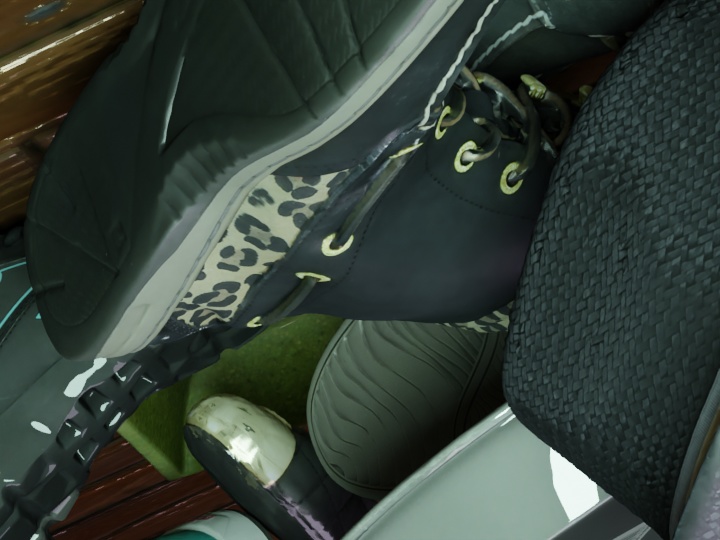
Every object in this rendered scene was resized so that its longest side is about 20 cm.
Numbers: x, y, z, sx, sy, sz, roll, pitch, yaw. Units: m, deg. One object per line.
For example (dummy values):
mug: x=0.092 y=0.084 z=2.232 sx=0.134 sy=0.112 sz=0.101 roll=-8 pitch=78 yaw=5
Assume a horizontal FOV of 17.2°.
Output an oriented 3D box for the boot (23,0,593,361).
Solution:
boot: x=0.021 y=-0.045 z=0.594 sx=0.153 sy=0.074 sz=0.204 roll=1 pitch=148 yaw=-37

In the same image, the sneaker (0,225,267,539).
sneaker: x=-0.083 y=0.008 z=0.699 sx=0.200 sy=0.079 sz=0.075 roll=-43 pitch=161 yaw=-7

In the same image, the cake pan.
cake pan: x=0.072 y=0.066 z=0.718 sx=0.199 sy=0.037 sz=0.200 roll=-30 pitch=163 yaw=-10

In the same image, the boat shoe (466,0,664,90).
boat shoe: x=0.078 y=-0.088 z=0.624 sx=0.068 sy=0.057 sz=0.200 roll=-12 pitch=161 yaw=-38

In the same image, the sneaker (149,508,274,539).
sneaker: x=-0.113 y=0.156 z=0.856 sx=0.120 sy=0.084 sz=0.200 roll=-22 pitch=169 yaw=-36

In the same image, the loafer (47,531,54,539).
loafer: x=-0.143 y=0.095 z=0.884 sx=0.072 sy=0.063 sz=0.200 roll=-43 pitch=172 yaw=-7

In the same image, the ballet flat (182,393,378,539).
ballet flat: x=0.008 y=0.088 z=0.859 sx=0.200 sy=0.066 sz=0.057 roll=37 pitch=85 yaw=-41

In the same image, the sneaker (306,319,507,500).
sneaker: x=0.082 y=0.017 z=0.769 sx=0.199 sy=0.075 sz=0.106 roll=-32 pitch=161 yaw=25

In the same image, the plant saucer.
plant saucer: x=0.000 y=0.000 z=0.834 sx=0.199 sy=0.048 sz=0.200 roll=-24 pitch=166 yaw=-1

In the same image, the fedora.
fedora: x=0.099 y=-0.006 z=0.574 sx=0.201 sy=0.091 sz=0.202 roll=-44 pitch=151 yaw=-32
